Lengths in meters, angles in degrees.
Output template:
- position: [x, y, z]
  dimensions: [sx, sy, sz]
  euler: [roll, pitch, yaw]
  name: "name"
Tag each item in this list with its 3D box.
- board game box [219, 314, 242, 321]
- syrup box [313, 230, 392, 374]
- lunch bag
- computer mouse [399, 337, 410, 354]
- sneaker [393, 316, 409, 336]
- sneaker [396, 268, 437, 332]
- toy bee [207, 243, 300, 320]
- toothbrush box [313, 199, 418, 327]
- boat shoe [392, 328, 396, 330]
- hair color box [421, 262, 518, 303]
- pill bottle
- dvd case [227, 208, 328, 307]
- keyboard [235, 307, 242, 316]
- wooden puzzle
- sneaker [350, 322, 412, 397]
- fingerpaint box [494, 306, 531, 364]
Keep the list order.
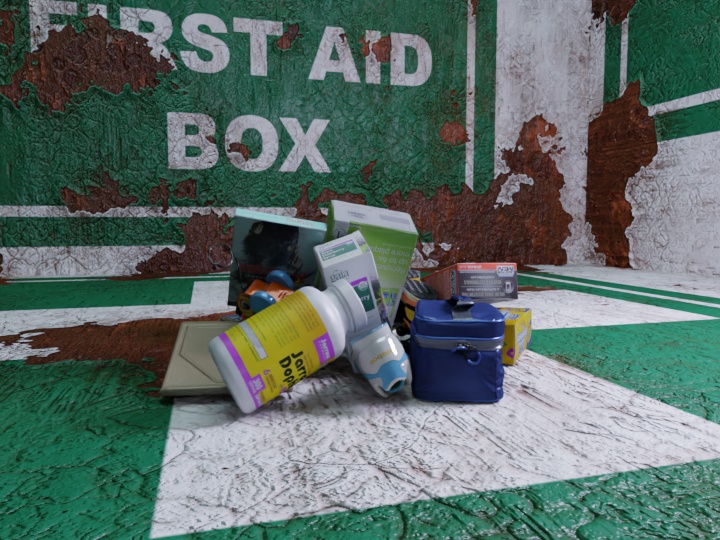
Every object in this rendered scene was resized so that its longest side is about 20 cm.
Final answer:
- position: [-0.178, 0.120, 1.178]
  dimensions: [0.149, 0.048, 0.198]
  euler: [-3, 6, -39]
  name: "board game box"
- position: [-0.006, 0.051, 0.900]
  dimensions: [0.077, 0.204, 0.082]
  euler: [-19, 30, -6]
  name: "syrup box"
- position: [0.138, 0.104, 0.841]
  dimensions: [0.132, 0.136, 0.200]
  euler: [0, 4, 4]
  name: "lunch bag"
- position: [0.009, 0.131, 1.080]
  dimensions: [0.108, 0.045, 0.198]
  euler: [0, 6, -40]
  name: "computer mouse"
- position: [0.091, 0.104, 1.151]
  dimensions: [0.197, 0.084, 0.072]
  euler: [6, 37, -40]
  name: "sneaker"
- position: [0.081, 0.054, 1.057]
  dimensions: [0.068, 0.092, 0.200]
  euler: [8, 14, -13]
  name: "sneaker"
- position: [-0.145, 0.047, 0.906]
  dimensions: [0.130, 0.200, 0.110]
  euler: [-30, -21, -37]
  name: "toy bee"
- position: [0.000, 0.000, 0.973]
  dimensions: [0.142, 0.204, 0.087]
  euler: [9, 27, -11]
  name: "toothbrush box"
- position: [0.006, 0.096, 1.210]
  dimensions: [0.195, 0.075, 0.067]
  euler: [-10, -27, -7]
  name: "boat shoe"
- position: [0.188, 0.030, 1.030]
  dimensions: [0.108, 0.066, 0.200]
  euler: [0, -6, -12]
  name: "hair color box"
- position: [-0.090, 0.090, 0.754]
  dimensions: [0.198, 0.106, 0.104]
  euler: [-30, 15, -19]
  name: "pill bottle"
- position: [-0.141, -0.006, 0.939]
  dimensions: [0.142, 0.202, 0.022]
  euler: [9, 44, -10]
  name: "dvd case"
- position: [-0.150, 0.094, 1.090]
  dimensions: [0.195, 0.041, 0.104]
  euler: [0, -18, 19]
  name: "keyboard"
- position: [-0.191, 0.132, 0.866]
  dimensions: [0.180, 0.038, 0.201]
  euler: [0, 24, -6]
  name: "wooden puzzle"
- position: [0.031, 0.138, 0.815]
  dimensions: [0.075, 0.082, 0.200]
  euler: [-28, -16, -1]
  name: "sneaker"
- position: [0.227, 0.113, 1.088]
  dimensions: [0.163, 0.075, 0.199]
  euler: [2, 5, 26]
  name: "fingerpaint box"
